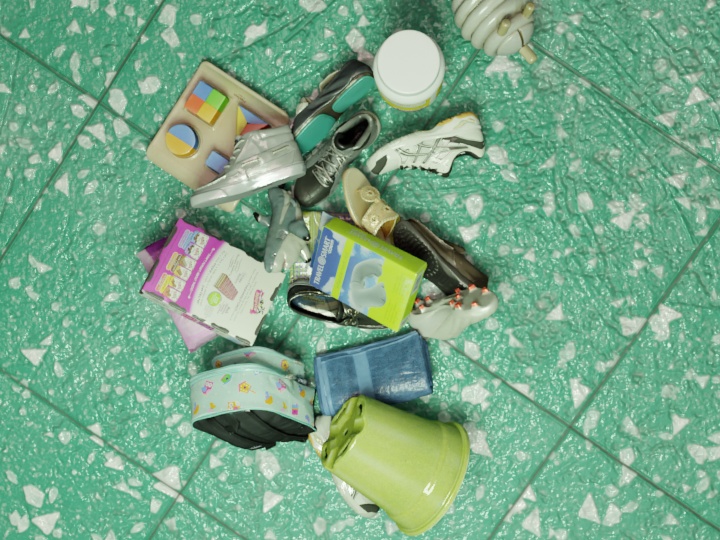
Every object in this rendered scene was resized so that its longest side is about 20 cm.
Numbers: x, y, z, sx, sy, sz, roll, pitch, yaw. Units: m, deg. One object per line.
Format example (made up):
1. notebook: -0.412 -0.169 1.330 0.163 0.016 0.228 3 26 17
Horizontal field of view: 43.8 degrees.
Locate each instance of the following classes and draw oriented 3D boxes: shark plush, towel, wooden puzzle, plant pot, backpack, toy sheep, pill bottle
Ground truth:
1. shark plush: -0.140 -0.094 1.493 0.083 0.091 0.201 -13 76 -9
2. towel: 0.021 0.178 1.521 0.199 0.049 0.112 -14 67 10
3. towel: -0.022 -0.030 1.546 0.199 0.023 0.144 4 95 3
4. wooden puzzle: -0.247 -0.229 1.528 0.185 0.046 0.200 33 96 3
5. plant pot: 0.044 0.299 1.456 0.184 0.200 0.201 31 96 -16
6. backpack: -0.183 0.210 1.474 0.175 0.200 0.154 -15 70 27
7. toy sheep: 0.218 -0.414 1.445 0.138 0.138 0.200 -33 83 6
8. pill bottle: 0.078 -0.318 1.427 0.114 0.200 0.115 0 94 3

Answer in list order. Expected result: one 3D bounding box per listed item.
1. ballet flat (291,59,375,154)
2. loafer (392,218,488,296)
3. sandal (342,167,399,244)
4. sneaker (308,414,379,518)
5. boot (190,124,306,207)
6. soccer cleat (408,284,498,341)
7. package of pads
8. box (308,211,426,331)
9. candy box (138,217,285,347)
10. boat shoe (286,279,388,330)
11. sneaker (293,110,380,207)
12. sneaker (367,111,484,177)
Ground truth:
1. ballet flat: -0.060 -0.279 1.509 0.200 0.073 0.073 -42 91 17
2. loafer: 0.138 -0.017 1.518 0.200 0.071 0.073 44 141 -6
3. sandal: 0.038 -0.074 1.480 0.069 0.078 0.212 -8 102 39
4. sneaker: -0.011 0.331 1.547 0.087 0.076 0.200 -32 93 6
5. boot: -0.195 -0.174 1.480 0.199 0.074 0.096 -19 88 -6
6. soccer cleat: 0.160 0.074 1.480 0.069 0.200 0.078 -47 111 -35
7. package of pads: -0.283 0.027 1.540 0.120 0.076 0.201 -27 93 1
8. box: 0.000 0.000 1.465 0.200 0.048 0.122 28 124 17
9. candy box: -0.242 0.022 1.469 0.200 0.061 0.137 29 75 -13
10. boat shoe: -0.031 0.068 1.526 0.199 0.057 0.069 13 115 -1
11. sneaker: -0.048 -0.190 1.488 0.075 0.115 0.200 39 96 0
12. sneaker: 0.112 -0.190 1.490 0.199 0.076 0.088 -21 93 6
